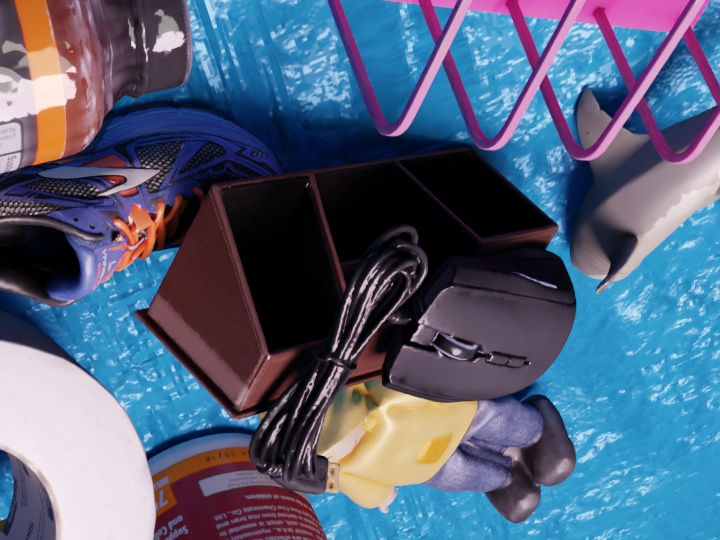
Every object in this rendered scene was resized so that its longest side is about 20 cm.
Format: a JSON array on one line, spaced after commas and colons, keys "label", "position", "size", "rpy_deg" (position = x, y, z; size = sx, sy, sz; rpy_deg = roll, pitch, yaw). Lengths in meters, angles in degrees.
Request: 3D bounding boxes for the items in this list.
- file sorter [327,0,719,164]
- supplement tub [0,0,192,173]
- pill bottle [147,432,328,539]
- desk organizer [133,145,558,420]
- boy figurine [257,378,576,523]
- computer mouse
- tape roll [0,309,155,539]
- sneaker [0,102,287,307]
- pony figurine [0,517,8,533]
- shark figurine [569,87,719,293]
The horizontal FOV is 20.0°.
[{"label": "file sorter", "position": [0.101, -0.126, 0.848], "size": [0.200, 0.125, 0.139], "rpy_deg": [3, 137, -25]}, {"label": "supplement tub", "position": [-0.168, -0.083, 0.770], "size": [0.200, 0.107, 0.107], "rpy_deg": [-16, 139, -18]}, {"label": "pill bottle", "position": [-0.054, 0.191, 1.064], "size": [0.113, 0.200, 0.113], "rpy_deg": [-17, 140, -15]}, {"label": "desk organizer", "position": [0.000, 0.000, 0.943], "size": [0.200, 0.072, 0.077], "rpy_deg": [-12, 140, -51]}, {"label": "boy figurine", "position": [0.030, 0.087, 1.113], "size": [0.200, 0.064, 0.124], "rpy_deg": [15, 127, -45]}, {"label": "computer mouse", "position": [0.034, 0.053, 0.935], "size": [0.140, 0.046, 0.200], "rpy_deg": [-57, 154, 14]}, {"label": "tape roll", "position": [-0.197, 0.116, 0.934], "size": [0.200, 0.066, 0.200], "rpy_deg": [-9, 109, -27]}, {"label": "sneaker", "position": [-0.119, -0.019, 0.889], "size": [0.200, 0.078, 0.075], "rpy_deg": [-8, 138, -28]}, {"label": "pony figurine", "position": [-0.241, 0.226, 1.049], "size": [0.193, 0.167, 0.200], "rpy_deg": [-18, 125, -26]}, {"label": "shark figurine", "position": [0.157, -0.070, 1.014], "size": [0.214, 0.090, 0.128], "rpy_deg": [-43, 174, 28]}]
